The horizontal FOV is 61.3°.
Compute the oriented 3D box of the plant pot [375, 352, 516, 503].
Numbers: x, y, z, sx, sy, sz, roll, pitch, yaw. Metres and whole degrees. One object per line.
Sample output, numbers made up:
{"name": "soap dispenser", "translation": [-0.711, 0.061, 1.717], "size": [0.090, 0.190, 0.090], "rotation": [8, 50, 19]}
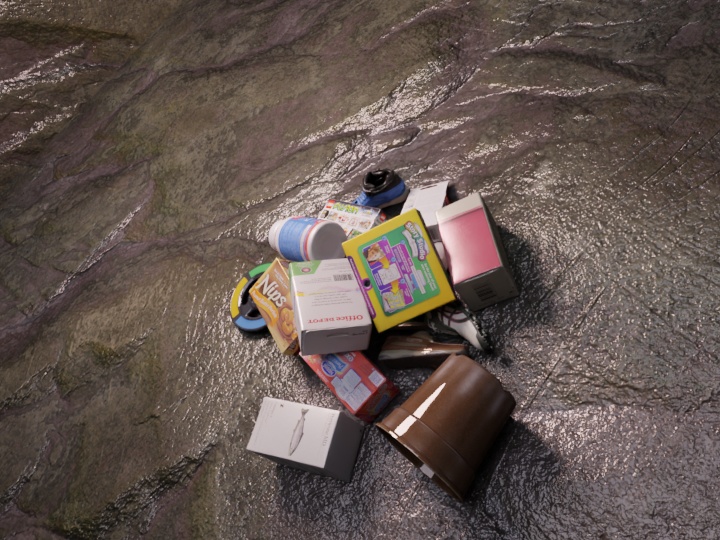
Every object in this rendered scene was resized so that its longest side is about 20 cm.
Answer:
{"name": "plant pot", "translation": [0.164, 0.271, 1.102], "size": [0.200, 0.201, 0.198], "rotation": [29, 71, 40]}

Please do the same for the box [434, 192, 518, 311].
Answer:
{"name": "box", "translation": [0.243, -0.038, 1.281], "size": [0.108, 0.128, 0.201], "rotation": [-22, 51, 18]}

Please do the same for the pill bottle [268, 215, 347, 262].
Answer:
{"name": "pill bottle", "translation": [-0.131, -0.070, 1.428], "size": [0.199, 0.112, 0.113], "rotation": [13, 68, 48]}

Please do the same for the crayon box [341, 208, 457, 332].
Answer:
{"name": "crayon box", "translation": [0.079, 0.001, 1.240], "size": [0.171, 0.058, 0.201], "rotation": [-24, 82, 12]}

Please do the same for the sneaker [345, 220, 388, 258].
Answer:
{"name": "sneaker", "translation": [-0.009, -0.055, 1.486], "size": [0.199, 0.073, 0.113], "rotation": [-8, 58, 37]}

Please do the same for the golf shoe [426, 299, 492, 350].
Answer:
{"name": "golf shoe", "translation": [0.193, 0.108, 1.255], "size": [0.088, 0.077, 0.200], "rotation": [-43, 46, 4]}

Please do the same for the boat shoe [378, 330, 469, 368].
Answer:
{"name": "boat shoe", "translation": [0.130, 0.159, 1.262], "size": [0.198, 0.076, 0.072], "rotation": [-4, 57, 27]}

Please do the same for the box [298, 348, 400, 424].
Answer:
{"name": "box", "translation": [-0.025, 0.215, 1.290], "size": [0.100, 0.096, 0.200], "rotation": [-47, 56, -4]}

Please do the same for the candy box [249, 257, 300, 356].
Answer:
{"name": "candy box", "translation": [-0.171, 0.082, 1.404], "size": [0.116, 0.055, 0.201], "rotation": [-47, 54, 18]}

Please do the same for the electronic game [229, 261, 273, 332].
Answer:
{"name": "electronic game", "translation": [-0.255, 0.067, 1.572], "size": [0.199, 0.042, 0.201], "rotation": [-16, 54, 22]}

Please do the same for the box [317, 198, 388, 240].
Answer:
{"name": "box", "translation": [-0.032, -0.107, 1.461], "size": [0.199, 0.035, 0.111], "rotation": [19, 75, 48]}

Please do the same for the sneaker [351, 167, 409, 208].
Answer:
{"name": "sneaker", "translation": [0.013, -0.189, 1.526], "size": [0.199, 0.111, 0.077], "rotation": [-23, 52, 17]}

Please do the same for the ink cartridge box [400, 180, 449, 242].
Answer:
{"name": "ink cartridge box", "translation": [0.154, -0.134, 1.435], "size": [0.108, 0.051, 0.201], "rotation": [-11, 32, 25]}

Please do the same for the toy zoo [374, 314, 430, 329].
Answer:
{"name": "toy zoo", "translation": [0.111, 0.039, 1.382], "size": [0.130, 0.020, 0.201], "rotation": [-4, 59, 29]}

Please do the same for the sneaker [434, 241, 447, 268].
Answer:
{"name": "sneaker", "translation": [0.111, -0.005, 1.321], "size": [0.200, 0.116, 0.074], "rotation": [-48, 47, -6]}

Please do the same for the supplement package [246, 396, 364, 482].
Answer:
{"name": "supplement package", "translation": [-0.112, 0.347, 1.257], "size": [0.199, 0.117, 0.118], "rotation": [2, 61, 31]}

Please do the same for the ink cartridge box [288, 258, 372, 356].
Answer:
{"name": "ink cartridge box", "translation": [-0.068, 0.074, 1.280], "size": [0.143, 0.084, 0.201], "rotation": [-5, 44, -12]}
